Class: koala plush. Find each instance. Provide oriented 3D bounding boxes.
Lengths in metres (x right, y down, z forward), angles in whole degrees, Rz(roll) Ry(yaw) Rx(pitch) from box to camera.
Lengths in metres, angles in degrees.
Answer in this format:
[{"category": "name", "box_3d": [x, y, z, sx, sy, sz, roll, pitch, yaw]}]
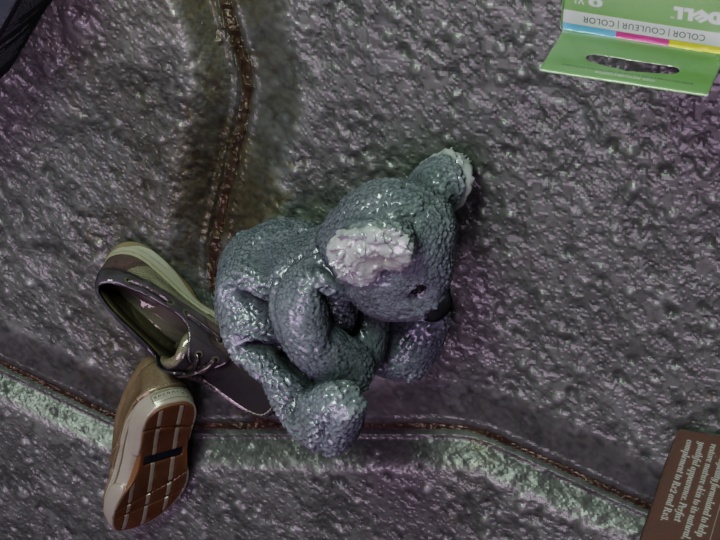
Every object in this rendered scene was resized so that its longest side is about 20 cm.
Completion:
[{"category": "koala plush", "box_3d": [0.000, 0.000, 1.254, 0.184, 0.177, 0.200, 46, 132, 3]}]

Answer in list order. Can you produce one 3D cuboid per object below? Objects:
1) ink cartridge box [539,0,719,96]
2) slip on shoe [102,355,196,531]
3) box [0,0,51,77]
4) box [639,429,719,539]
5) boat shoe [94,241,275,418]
[{"category": "ink cartridge box", "box_3d": [0.185, -0.185, 1.023, 0.104, 0.200, 0.059, 12, 127, 16]}, {"category": "slip on shoe", "box_3d": [-0.198, 0.160, 1.517, 0.061, 0.076, 0.200, 57, 148, 33]}, {"category": "box", "box_3d": [-0.333, -0.252, 1.272, 0.200, 0.104, 0.182, 40, 129, -5]}, {"category": "box", "box_3d": [0.304, 0.260, 1.287, 0.164, 0.166, 0.200, 8, 124, 20]}, {"category": "boat shoe", "box_3d": [-0.148, 0.062, 1.422, 0.200, 0.065, 0.072, 45, 126, -9]}]
